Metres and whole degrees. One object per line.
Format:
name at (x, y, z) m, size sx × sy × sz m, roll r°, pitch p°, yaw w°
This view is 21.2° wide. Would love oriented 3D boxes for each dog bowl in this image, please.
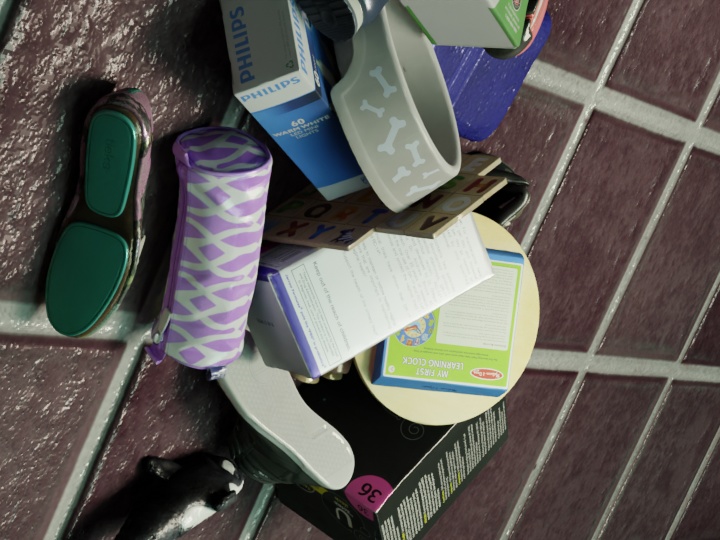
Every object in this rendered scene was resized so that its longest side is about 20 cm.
dog bowl at (0.025, -0.152, 1.553) m, size 0.058 × 0.202 × 0.200 m, roll -18°, pitch 153°, yaw 13°

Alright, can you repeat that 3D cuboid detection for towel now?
towel at (0.093, -0.206, 1.761) m, size 0.149 × 0.049 × 0.200 m, roll -60°, pitch 150°, yaw 5°

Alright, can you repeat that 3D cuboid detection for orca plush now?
orca plush at (-0.183, 0.203, 1.694) m, size 0.199 × 0.072 × 0.105 m, roll -31°, pitch -176°, yaw -36°

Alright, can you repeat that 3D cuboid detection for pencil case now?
pencil case at (-0.125, -0.017, 1.552) m, size 0.085 × 0.084 × 0.202 m, roll -6°, pitch 122°, yaw -29°

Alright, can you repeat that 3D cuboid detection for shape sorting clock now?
shape sorting clock at (0.077, 0.043, 1.777) m, size 0.198 × 0.039 × 0.203 m, roll -2°, pitch 94°, yaw -26°

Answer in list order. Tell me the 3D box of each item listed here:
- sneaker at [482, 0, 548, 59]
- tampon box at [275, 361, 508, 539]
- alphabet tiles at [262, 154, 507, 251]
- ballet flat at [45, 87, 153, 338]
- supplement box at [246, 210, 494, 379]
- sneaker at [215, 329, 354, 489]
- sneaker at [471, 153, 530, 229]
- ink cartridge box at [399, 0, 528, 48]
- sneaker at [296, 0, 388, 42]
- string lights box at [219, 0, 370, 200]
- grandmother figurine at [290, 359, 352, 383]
sneaker at (0.147, -0.266, 1.680) m, size 0.087 × 0.073 × 0.202 m, roll 42°, pitch 48°, yaw -53°
tampon box at (0.028, 0.161, 1.873) m, size 0.200 × 0.149 × 0.127 m, roll -45°, pitch 149°, yaw -25°
alphabet tiles at (0.020, -0.061, 1.627) m, size 0.167 × 0.199 × 0.008 m, roll -37°, pitch 120°, yaw -36°
ballet flat at (-0.187, -0.045, 1.448) m, size 0.071 × 0.068 × 0.202 m, roll -46°, pitch 153°, yaw -63°
supplement box at (0.000, 0.000, 1.658) m, size 0.199 × 0.101 × 0.104 m, roll -30°, pitch 106°, yaw -22°
sneaker at (-0.099, 0.130, 1.730) m, size 0.200 × 0.099 × 0.071 m, roll 50°, pitch 49°, yaw -27°
sneaker at (0.125, -0.068, 1.866) m, size 0.077 × 0.114 × 0.199 m, roll -62°, pitch 153°, yaw 7°
ink cartridge box at (0.090, -0.303, 1.562) m, size 0.145 × 0.083 × 0.202 m, roll 42°, pitch 56°, yaw -61°
sneaker at (-0.032, -0.277, 1.431) m, size 0.082 × 0.070 × 0.201 m, roll -41°, pitch 122°, yaw -32°
string lights box at (-0.045, -0.146, 1.526) m, size 0.058 × 0.104 × 0.200 m, roll -17°, pitch 154°, yaw 14°
grandmother figurine at (-0.005, 0.005, 1.781) m, size 0.121 × 0.060 × 0.202 m, roll -15°, pitch 131°, yaw -63°
